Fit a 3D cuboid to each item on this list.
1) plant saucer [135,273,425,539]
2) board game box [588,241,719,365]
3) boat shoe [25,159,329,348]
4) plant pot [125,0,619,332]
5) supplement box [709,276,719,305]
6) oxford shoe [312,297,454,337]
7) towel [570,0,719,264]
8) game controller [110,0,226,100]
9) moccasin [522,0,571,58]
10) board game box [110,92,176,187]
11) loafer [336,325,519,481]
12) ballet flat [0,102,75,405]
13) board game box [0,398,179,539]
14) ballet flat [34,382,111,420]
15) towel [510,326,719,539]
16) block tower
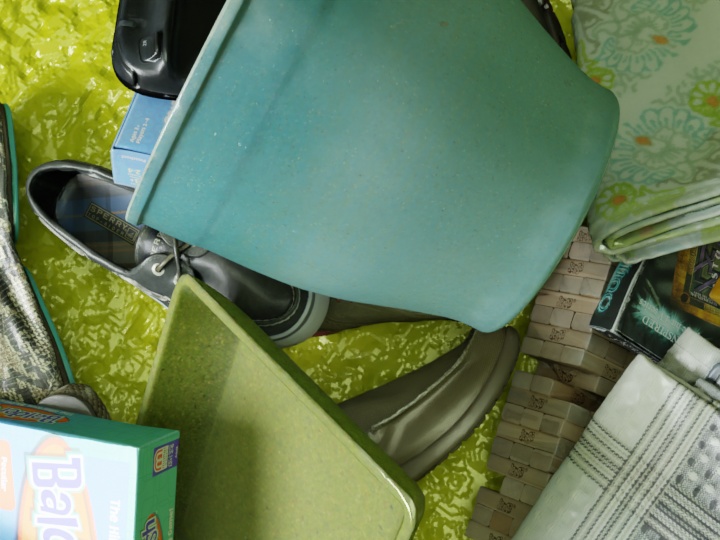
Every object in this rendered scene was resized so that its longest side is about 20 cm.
[{"bbox_3d":[-0.049,0.133,0.710,0.199,0.048,0.202,41,125,34],"label":"plant saucer"},{"bbox_3d":[0.238,0.020,0.756,0.199,0.028,0.136,31,83,-20],"label":"board game box"},{"bbox_3d":[-0.111,-0.011,0.761,0.199,0.057,0.069,24,89,24],"label":"boat shoe"},{"bbox_3d":[0.014,-0.069,0.640,0.187,0.200,0.202,29,84,-8],"label":"plant pot"},{"bbox_3d":[0.338,-0.003,0.706,0.199,0.133,0.198,37,81,-19],"label":"supplement box"},{"bbox_3d":[0.000,0.000,0.778,0.198,0.075,0.071,-5,85,1],"label":"oxford shoe"},{"bbox_3d":[0.196,-0.106,0.691,0.170,0.048,0.202,-14,53,24],"label":"towel"},{"bbox_3d":[-0.088,-0.181,0.787,0.103,0.042,0.202,11,57,-14],"label":"game controller"},{"bbox_3d":[0.069,-0.135,0.741,0.077,0.074,0.203,-22,102,17],"label":"moccasin"},{"bbox_3d":[-0.029,-0.096,0.779,0.198,0.037,0.152,13,55,2],"label":"board game box"},{"bbox_3d":[0.012,0.096,0.765,0.067,0.076,0.200,45,86,1],"label":"loafer"},{"bbox_3d":[-0.225,-0.004,0.782,0.075,0.068,0.202,-12,84,-25],"label":"ballet flat"},{"bbox_3d":[-0.198,0.150,0.728,0.198,0.045,0.154,6,98,22],"label":"board game box"},{"bbox_3d":[-0.164,0.165,0.769,0.067,0.046,0.203,0,96,10],"label":"ballet flat"},{"bbox_3d":[0.176,0.150,0.658,0.192,0.034,0.201,38,92,33],"label":"towel"},{"bbox_3d":[0.124,0.069,0.768,0.054,0.058,0.202,23,83,-35],"label":"block tower"}]
